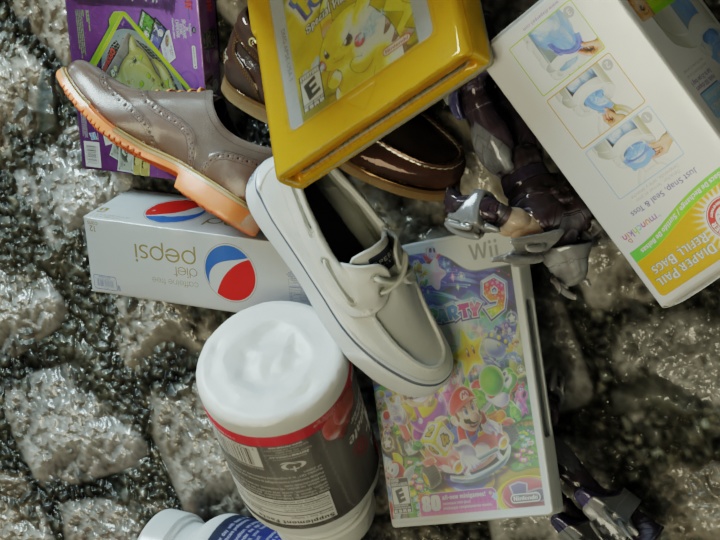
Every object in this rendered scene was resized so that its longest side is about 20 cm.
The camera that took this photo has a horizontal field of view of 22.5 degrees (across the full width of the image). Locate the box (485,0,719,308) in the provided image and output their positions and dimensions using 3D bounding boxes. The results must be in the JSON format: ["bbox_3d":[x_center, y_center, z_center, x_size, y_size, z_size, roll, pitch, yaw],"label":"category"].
[{"bbox_3d":[0.187,-0.096,1.139,0.101,0.112,0.201,-37,89,35],"label":"box"}]

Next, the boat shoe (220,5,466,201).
[{"bbox_3d":[-0.012,-0.118,1.265,0.199,0.070,0.071,28,124,16],"label":"boat shoe"}]

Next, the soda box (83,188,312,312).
[{"bbox_3d":[-0.107,-0.012,1.365,0.198,0.068,0.064,8,115,25],"label":"soda box"}]

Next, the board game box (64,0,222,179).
[{"bbox_3d":[-0.162,-0.168,1.354,0.119,0.032,0.202,11,116,28],"label":"board game box"}]

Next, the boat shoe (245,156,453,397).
[{"bbox_3d":[0.000,0.000,1.245,0.200,0.074,0.065,48,142,-4],"label":"boat shoe"}]

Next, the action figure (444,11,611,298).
[{"bbox_3d":[0.101,-0.073,1.186,0.069,0.130,0.201,-33,76,38],"label":"action figure"}]

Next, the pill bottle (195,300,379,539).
[{"bbox_3d":[-0.046,0.124,1.331,0.110,0.111,0.201,14,145,23],"label":"pill bottle"}]

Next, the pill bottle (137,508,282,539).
[{"bbox_3d":[-0.079,0.259,1.438,0.199,0.116,0.117,12,116,24],"label":"pill bottle"}]

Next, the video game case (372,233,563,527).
[{"bbox_3d":[0.068,0.077,1.288,0.142,0.018,0.202,-11,85,39],"label":"video game case"}]

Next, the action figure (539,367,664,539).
[{"bbox_3d":[0.126,0.135,1.302,0.200,0.069,0.130,44,130,9],"label":"action figure"}]

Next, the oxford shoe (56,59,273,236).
[{"bbox_3d":[-0.135,-0.106,1.324,0.199,0.071,0.073,35,93,15],"label":"oxford shoe"}]

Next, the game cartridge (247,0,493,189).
[{"bbox_3d":[-0.003,-0.179,1.190,0.176,0.032,0.201,-31,58,34],"label":"game cartridge"}]
